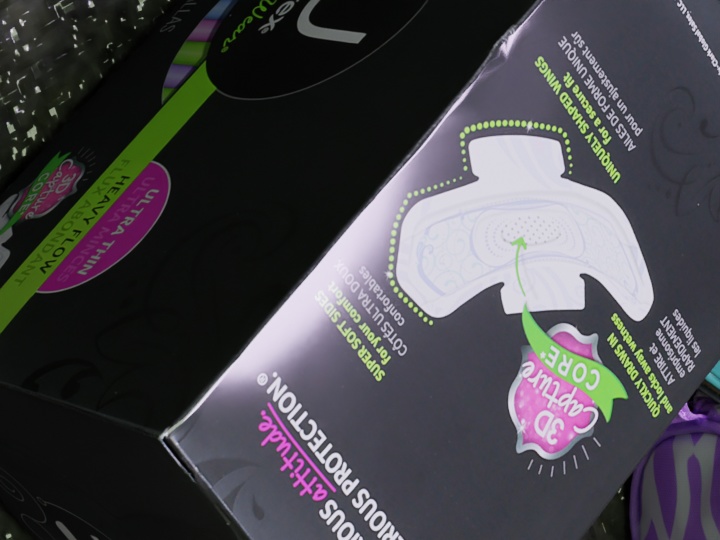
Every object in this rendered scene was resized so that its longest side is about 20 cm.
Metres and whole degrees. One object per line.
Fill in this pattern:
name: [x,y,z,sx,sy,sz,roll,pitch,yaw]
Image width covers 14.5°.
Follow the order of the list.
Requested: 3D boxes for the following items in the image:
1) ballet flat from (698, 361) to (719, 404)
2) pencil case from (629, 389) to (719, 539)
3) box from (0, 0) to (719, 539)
ballet flat: [0.182,0.028,0.884,0.199,0.073,0.073,14,90,7]
pencil case: [0.177,0.062,0.949,0.199,0.084,0.086,-13,81,-37]
box: [0.000,0.000,0.756,0.200,0.148,0.124,-49,124,-22]
